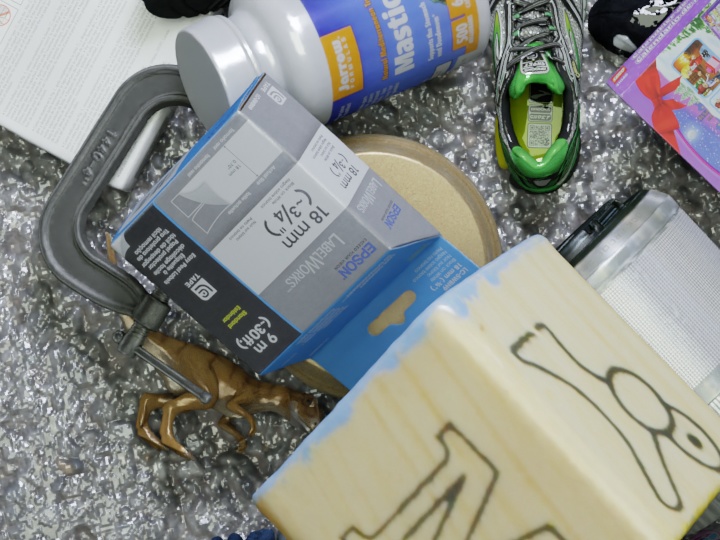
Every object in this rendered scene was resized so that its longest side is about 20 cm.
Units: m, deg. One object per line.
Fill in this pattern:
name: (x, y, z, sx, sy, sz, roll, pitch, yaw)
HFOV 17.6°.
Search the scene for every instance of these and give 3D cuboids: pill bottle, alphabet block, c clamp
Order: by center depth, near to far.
alphabet block: (0.091, 0.128, 1.452, 0.200, 0.195, 0.197, 46, 118, 8)
pill bottle: (-0.021, -0.161, 1.588, 0.199, 0.112, 0.113, -25, 89, -21)
c clamp: (-0.132, -0.034, 1.612, 0.170, 0.027, 0.201, 27, 90, 13)

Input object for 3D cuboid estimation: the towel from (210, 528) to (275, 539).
towel: (-0.087, 0.282, 1.610, 0.048, 0.112, 0.201, 1, 89, 2)

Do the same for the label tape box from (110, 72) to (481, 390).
label tape box: (-0.041, -0.008, 1.529, 0.200, 0.063, 0.144, 41, 120, -9)

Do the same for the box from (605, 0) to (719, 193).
box: (0.286, -0.111, 1.606, 0.200, 0.039, 0.137, 41, 98, -20)

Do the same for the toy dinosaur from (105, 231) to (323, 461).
toy dinosaur: (-0.124, 0.074, 1.651, 0.199, 0.060, 0.107, 31, 77, -4)

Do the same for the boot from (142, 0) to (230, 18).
boot: (-0.088, -0.283, 1.618, 0.197, 0.073, 0.163, -27, 68, 2)

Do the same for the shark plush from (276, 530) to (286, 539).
shark plush: (-0.021, 0.252, 1.590, 0.083, 0.091, 0.201, 4, 50, -1)

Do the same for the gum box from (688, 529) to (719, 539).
gum box: (0.254, 0.293, 1.594, 0.113, 0.066, 0.201, -30, 100, -27)

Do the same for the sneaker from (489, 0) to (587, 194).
sneaker: (0.127, -0.156, 1.629, 0.077, 0.085, 0.201, -6, 88, 1)

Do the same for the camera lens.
camera lens: (0.203, 0.058, 1.587, 0.160, 0.160, 0.200, -43, 89, 0)

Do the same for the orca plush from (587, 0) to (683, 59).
orca plush: (0.261, -0.163, 1.633, 0.199, 0.071, 0.106, 23, 89, 1)

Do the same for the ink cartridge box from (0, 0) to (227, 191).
ink cartridge box: (-0.215, -0.172, 1.653, 0.199, 0.050, 0.162, 28, 90, 3)

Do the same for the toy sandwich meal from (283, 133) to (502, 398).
toy sandwich meal: (0.000, 0.000, 1.639, 0.204, 0.070, 0.207, 0, 90, -2)
